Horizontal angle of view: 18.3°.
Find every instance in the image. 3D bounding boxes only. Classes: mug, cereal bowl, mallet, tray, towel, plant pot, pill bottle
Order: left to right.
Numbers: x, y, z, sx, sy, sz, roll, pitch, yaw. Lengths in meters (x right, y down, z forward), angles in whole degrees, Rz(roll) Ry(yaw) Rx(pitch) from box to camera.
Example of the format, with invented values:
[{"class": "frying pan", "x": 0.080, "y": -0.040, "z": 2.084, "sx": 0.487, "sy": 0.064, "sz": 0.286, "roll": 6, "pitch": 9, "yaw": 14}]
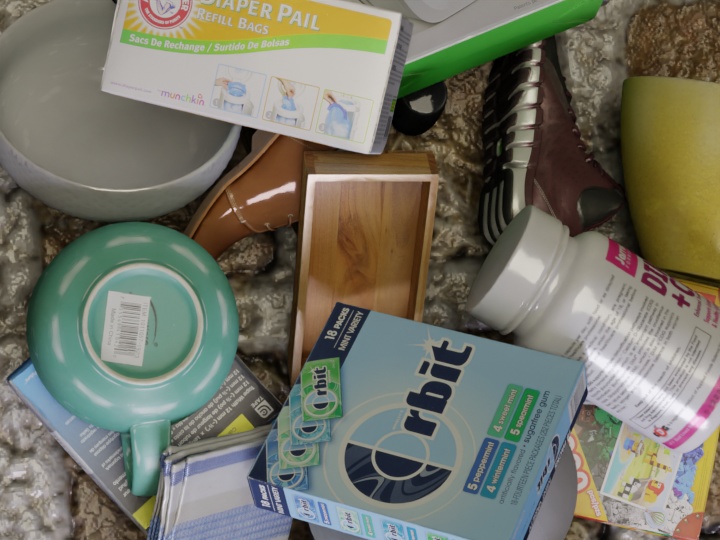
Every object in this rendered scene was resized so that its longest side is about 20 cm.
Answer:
[{"class": "cereal bowl", "x": -0.189, "y": -0.112, "z": 1.698, "sx": 0.199, "sy": 0.083, "sz": 0.201, "roll": 5, "pitch": 51, "yaw": -6}, {"class": "mug", "x": -0.155, "y": 0.053, "z": 1.629, "sx": 0.152, "sy": 0.114, "sz": 0.185, "roll": -40, "pitch": 95, "yaw": -12}, {"class": "towel", "x": -0.108, "y": 0.211, "z": 1.665, "sx": 0.147, "sy": 0.024, "sz": 0.201, "roll": -10, "pitch": 119, "yaw": -47}, {"class": "mallet", "x": -0.019, "y": -0.173, "z": 1.786, "sx": 0.200, "sy": 0.066, "sz": 0.041, "roll": 32, "pitch": 75, "yaw": 8}, {"class": "tray", "x": 0.000, "y": 0.000, "z": 1.708, "sx": 0.098, "sy": 0.037, "sz": 0.201, "roll": 0, "pitch": 126, "yaw": -8}, {"class": "pill bottle", "x": 0.187, "y": 0.042, "z": 1.686, "sx": 0.200, "sy": 0.113, "sz": 0.114, "roll": 31, "pitch": 80, "yaw": -7}, {"class": "plant pot", "x": 0.289, "y": -0.059, "z": 1.758, "sx": 0.199, "sy": 0.200, "sz": 0.143, "roll": 13, "pitch": 88, "yaw": -10}]

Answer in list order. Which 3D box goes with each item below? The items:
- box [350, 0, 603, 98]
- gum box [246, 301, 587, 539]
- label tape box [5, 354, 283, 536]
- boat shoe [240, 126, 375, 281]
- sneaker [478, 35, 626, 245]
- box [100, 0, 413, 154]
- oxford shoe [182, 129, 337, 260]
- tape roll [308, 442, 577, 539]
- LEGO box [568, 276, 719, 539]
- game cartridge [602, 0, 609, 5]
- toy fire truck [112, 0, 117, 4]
[{"class": "box", "x": 0.064, "y": -0.248, "z": 1.725, "sx": 0.199, "sy": 0.097, "sz": 0.177, "roll": -22, "pitch": 80, "yaw": -9}, {"class": "gum box", "x": 0.043, "y": 0.119, "z": 1.624, "sx": 0.199, "sy": 0.045, "sz": 0.170, "roll": 14, "pitch": 54, "yaw": 20}, {"class": "label tape box", "x": -0.153, "y": 0.110, "z": 1.717, "sx": 0.143, "sy": 0.066, "sz": 0.200, "roll": -43, "pitch": 97, "yaw": -11}, {"class": "boat shoe", "x": -0.038, "y": -0.089, "z": 1.755, "sx": 0.074, "sy": 0.066, "sz": 0.201, "roll": -19, "pitch": 98, "yaw": 24}, {"class": "sneaker", "x": 0.160, "y": -0.101, "z": 1.791, "sx": 0.115, "sy": 0.076, "sz": 0.201, "roll": 15, "pitch": 70, "yaw": -20}, {"class": "box", "x": -0.073, "y": -0.154, "z": 1.601, "sx": 0.199, "sy": 0.112, "sz": 0.102, "roll": 14, "pitch": 94, "yaw": 5}, {"class": "oxford shoe", "x": -0.077, "y": -0.051, "z": 1.706, "sx": 0.071, "sy": 0.071, "sz": 0.200, "roll": 41, "pitch": 113, "yaw": -1}, {"class": "tape roll", "x": 0.060, "y": 0.163, "z": 1.691, "sx": 0.200, "sy": 0.200, "sz": 0.066, "roll": -47, "pitch": 136, "yaw": -11}, {"class": "LEGO box", "x": 0.208, "y": 0.102, "z": 1.784, "sx": 0.148, "sy": 0.077, "sz": 0.201, "roll": 12, "pitch": 83, "yaw": -10}, {"class": "game cartridge", "x": 0.121, "y": -0.291, "z": 1.821, "sx": 0.199, "sy": 0.040, "sz": 0.134, "roll": 18, "pitch": 78, "yaw": -9}, {"class": "toy fire truck", "x": -0.124, "y": -0.237, "z": 1.721, "sx": 0.141, "sy": 0.049, "sz": 0.200, "roll": -19, "pitch": 59, "yaw": -21}]
